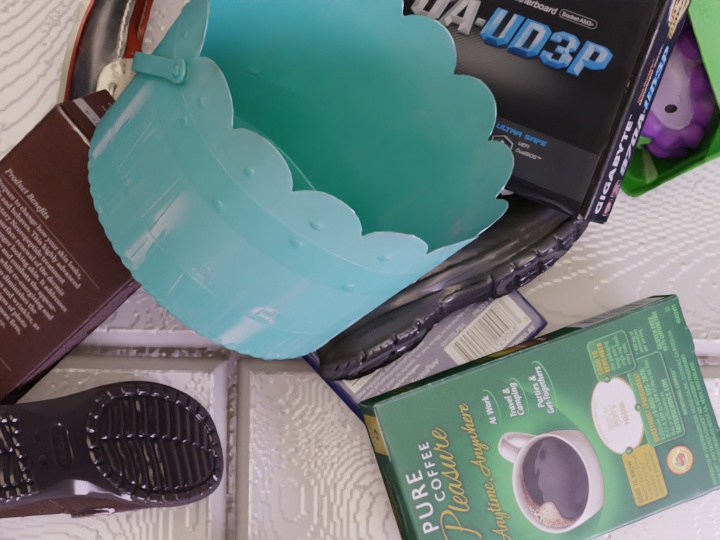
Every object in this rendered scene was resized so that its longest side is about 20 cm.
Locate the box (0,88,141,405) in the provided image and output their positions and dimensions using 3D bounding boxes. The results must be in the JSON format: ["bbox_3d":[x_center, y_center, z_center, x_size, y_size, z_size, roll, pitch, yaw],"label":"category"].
[{"bbox_3d":[-0.191,0.001,1.419,0.200,0.075,0.100,-41,88,22],"label":"box"}]

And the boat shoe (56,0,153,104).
[{"bbox_3d":[-0.146,-0.090,1.473,0.062,0.071,0.201,16,88,12],"label":"boat shoe"}]

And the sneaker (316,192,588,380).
[{"bbox_3d":[0.048,-0.017,1.456,0.200,0.076,0.091,-28,78,-12],"label":"sneaker"}]

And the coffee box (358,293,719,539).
[{"bbox_3d":[0.109,0.100,1.471,0.199,0.044,0.123,-21,96,-14],"label":"coffee box"}]

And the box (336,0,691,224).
[{"bbox_3d":[0.075,-0.134,1.428,0.200,0.046,0.159,24,97,22],"label":"box"}]

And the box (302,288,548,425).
[{"bbox_3d":[0.000,0.000,1.498,0.121,0.032,0.200,-42,90,-9],"label":"box"}]

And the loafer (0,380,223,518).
[{"bbox_3d":[-0.168,0.104,1.431,0.199,0.071,0.073,4,73,-38],"label":"loafer"}]

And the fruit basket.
[{"bbox_3d":[0.141,-0.145,1.481,0.215,0.155,0.216,5,76,-22],"label":"fruit basket"}]

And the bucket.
[{"bbox_3d":[-0.037,-0.062,1.342,0.207,0.207,0.135,51,126,2],"label":"bucket"}]

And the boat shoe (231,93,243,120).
[{"bbox_3d":[-0.058,-0.149,1.480,0.072,0.069,0.200,30,76,24],"label":"boat shoe"}]
